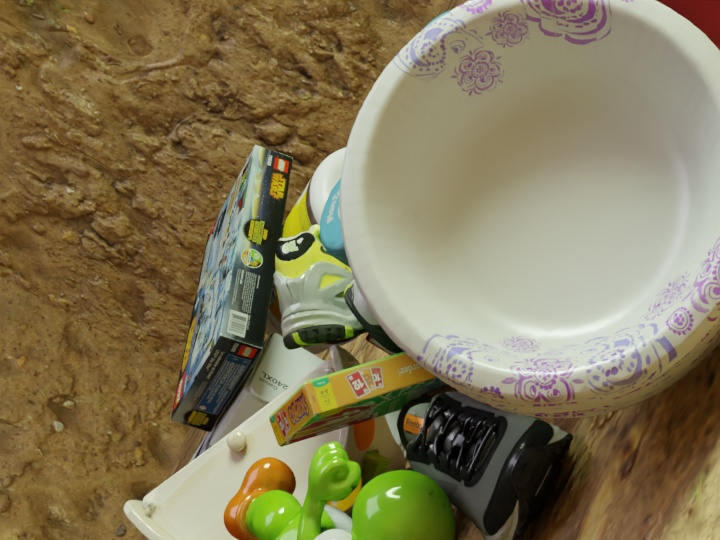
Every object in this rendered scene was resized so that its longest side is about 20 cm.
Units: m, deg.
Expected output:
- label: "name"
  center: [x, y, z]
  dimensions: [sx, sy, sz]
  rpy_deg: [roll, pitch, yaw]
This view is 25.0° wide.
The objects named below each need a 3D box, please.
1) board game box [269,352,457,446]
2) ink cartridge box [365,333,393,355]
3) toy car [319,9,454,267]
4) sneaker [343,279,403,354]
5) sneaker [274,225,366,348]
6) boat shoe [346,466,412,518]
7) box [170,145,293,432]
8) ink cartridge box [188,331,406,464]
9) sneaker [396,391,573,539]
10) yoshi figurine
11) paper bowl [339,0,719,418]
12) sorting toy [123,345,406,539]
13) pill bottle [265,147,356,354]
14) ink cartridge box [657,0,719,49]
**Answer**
- label: "board game box"
  center: [0.046, 0.065, 1.033]
  dimensions: [0.198, 0.030, 0.096]
  rpy_deg: [-18, -11, -21]
- label: "ink cartridge box"
  center: [0.065, 0.023, 1.346]
  dimensions: [0.117, 0.067, 0.200]
  rpy_deg: [-62, 6, -6]
- label: "toy car"
  center: [0.052, -0.048, 0.966]
  dimensions: [0.178, 0.184, 0.200]
  rpy_deg: [-61, 30, -3]
- label: "sneaker"
  center: [0.065, 0.003, 1.079]
  dimensions: [0.199, 0.076, 0.077]
  rpy_deg: [-12, -34, -52]
- label: "sneaker"
  center: [0.000, 0.000, 1.153]
  dimensions: [0.075, 0.077, 0.200]
  rpy_deg: [-12, 3, 20]
- label: "boat shoe"
  center: [0.002, 0.204, 1.108]
  dimensions: [0.066, 0.072, 0.201]
  rpy_deg: [-36, -16, -45]
- label: "box"
  center: [-0.106, 0.015, 1.353]
  dimensions: [0.137, 0.040, 0.201]
  rpy_deg: [125, 158, -49]
- label: "ink cartridge box"
  center: [-0.062, 0.169, 1.371]
  dimensions: [0.201, 0.144, 0.084]
  rpy_deg: [-56, 7, 39]
- label: "sneaker"
  center: [0.064, 0.109, 0.940]
  dimensions: [0.074, 0.079, 0.200]
  rpy_deg: [-60, 7, -7]
- label: "yoshi figurine"
  center: [-0.003, 0.157, 0.962]
  dimensions: [0.200, 0.111, 0.113]
  rpy_deg: [-176, 89, -66]
- label: "paper bowl"
  center: [0.096, -0.030, 0.785]
  dimensions: [0.202, 0.200, 0.104]
  rpy_deg: [-61, -20, -2]
- label: "sorting toy"
  center: [-0.040, 0.170, 1.213]
  dimensions: [0.199, 0.107, 0.180]
  rpy_deg: [-37, -24, 9]
- label: "pill bottle"
  center: [-0.020, -0.008, 1.356]
  dimensions: [0.200, 0.109, 0.110]
  rpy_deg: [-55, 8, 53]
- label: "ink cartridge box"
  center: [0.161, -0.163, 1.052]
  dimensions: [0.201, 0.144, 0.146]
  rpy_deg: [-57, 8, 39]
